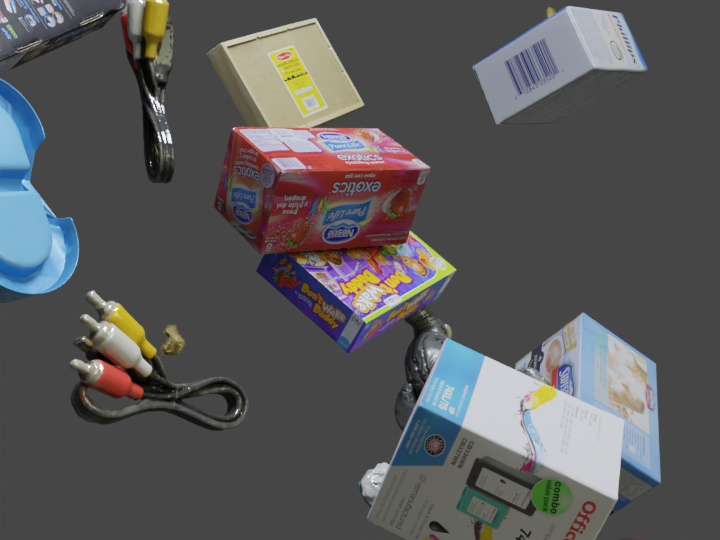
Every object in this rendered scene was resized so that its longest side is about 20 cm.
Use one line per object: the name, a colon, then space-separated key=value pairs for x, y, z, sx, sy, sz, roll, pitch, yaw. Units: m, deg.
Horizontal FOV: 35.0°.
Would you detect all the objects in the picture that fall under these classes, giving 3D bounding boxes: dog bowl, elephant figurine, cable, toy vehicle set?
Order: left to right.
dog bowl: x=-0.307 y=-0.065 z=0.943 sx=0.111 sy=0.049 sz=0.201 roll=-8 pitch=73 yaw=-52
cable: x=-0.216 y=-0.184 z=1.127 sx=0.050 sy=0.097 sz=0.202 roll=7 pitch=82 yaw=-36
cable: x=-0.171 y=0.103 z=0.987 sx=0.199 sy=0.050 sz=0.098 roll=33 pitch=50 yaw=-34
toy vehicle set: x=-0.082 y=-0.221 z=1.337 sx=0.200 sy=0.026 sz=0.125 roll=-32 pitch=93 yaw=-54
elephant figurine: x=0.100 y=0.132 z=1.272 sx=0.199 sy=0.155 sz=0.142 roll=33 pitch=87 yaw=-19

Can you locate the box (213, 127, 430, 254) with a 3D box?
box: x=-0.039 y=-0.086 z=1.185 sx=0.199 sy=0.096 sz=0.100 roll=-6 pitch=35 yaw=-39

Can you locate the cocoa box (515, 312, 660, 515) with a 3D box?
cocoa box: x=0.273 y=0.182 z=1.392 sx=0.133 sy=0.131 sz=0.201 roll=33 pitch=39 yaw=-16

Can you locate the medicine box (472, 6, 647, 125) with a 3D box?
medicine box: x=0.304 y=-0.306 z=1.732 sx=0.199 sy=0.181 sz=0.104 roll=-12 pitch=77 yaw=-53

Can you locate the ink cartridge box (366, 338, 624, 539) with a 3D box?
ink cartridge box: x=0.135 y=0.194 z=1.111 sx=0.199 sy=0.148 sz=0.146 roll=24 pitch=26 yaw=5

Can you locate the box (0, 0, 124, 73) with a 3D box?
box: x=-0.342 y=-0.289 z=1.045 sx=0.201 sy=0.050 sz=0.199 roll=55 pitch=35 yaw=-9

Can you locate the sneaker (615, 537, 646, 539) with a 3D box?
sneaker: x=0.301 y=0.361 z=1.321 sx=0.200 sy=0.115 sz=0.076 roll=44 pitch=33 yaw=-53

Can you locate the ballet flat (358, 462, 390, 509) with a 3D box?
ballet flat: x=0.086 y=0.261 z=1.200 sx=0.200 sy=0.072 sz=0.072 roll=43 pitch=40 yaw=-23

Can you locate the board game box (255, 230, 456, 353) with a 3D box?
board game box: x=0.000 y=0.000 z=1.235 sx=0.134 sy=0.045 sz=0.200 roll=40 pitch=33 yaw=15
